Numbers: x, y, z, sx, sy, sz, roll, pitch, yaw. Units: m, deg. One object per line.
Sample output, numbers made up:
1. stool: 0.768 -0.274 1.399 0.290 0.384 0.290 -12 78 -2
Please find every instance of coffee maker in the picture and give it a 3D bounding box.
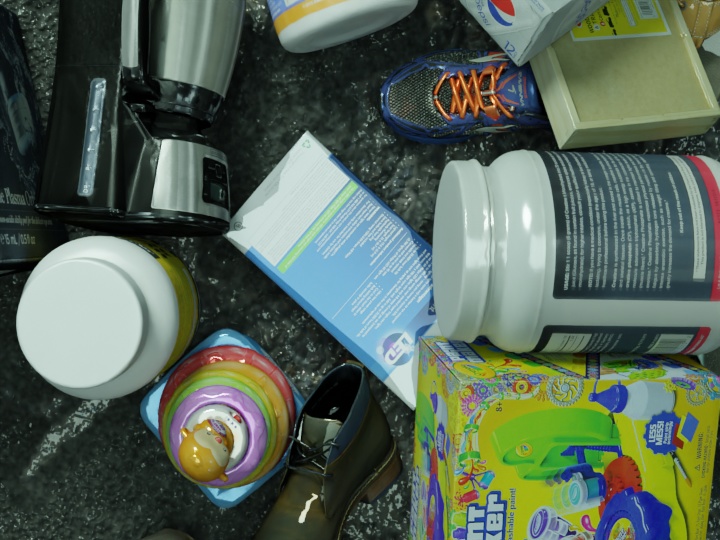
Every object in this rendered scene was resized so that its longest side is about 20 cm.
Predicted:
1. coffee maker: -0.174 -0.130 0.889 0.190 0.134 0.203 4 85 40

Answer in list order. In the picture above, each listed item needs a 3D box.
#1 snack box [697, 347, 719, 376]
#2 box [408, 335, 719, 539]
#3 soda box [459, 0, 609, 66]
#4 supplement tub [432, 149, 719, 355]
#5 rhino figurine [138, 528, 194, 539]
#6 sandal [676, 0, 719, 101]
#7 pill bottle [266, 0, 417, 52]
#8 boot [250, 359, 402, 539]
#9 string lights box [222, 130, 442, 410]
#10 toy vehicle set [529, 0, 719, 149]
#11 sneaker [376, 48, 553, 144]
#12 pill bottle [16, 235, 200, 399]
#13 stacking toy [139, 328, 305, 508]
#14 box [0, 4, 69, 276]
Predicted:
1. snack box: 0.316 0.054 0.912 0.115 0.037 0.202 -25 83 19
2. box: 0.140 0.159 0.870 0.189 0.122 0.203 0 102 -11
3. soda box: 0.163 -0.228 0.844 0.199 0.064 0.068 -37 80 -28
4. supplement tub: 0.157 -0.012 0.843 0.197 0.140 0.143 1 91 -7
5. rhino figurine: -0.201 0.269 0.926 0.198 0.060 0.088 -25 72 1
6. sandal: 0.265 -0.219 0.924 0.081 0.055 0.203 17 91 -1
7. pill bottle: -0.036 -0.275 0.890 0.110 0.112 0.203 -17 91 0
8. boot: -0.044 0.152 0.865 0.074 0.200 0.098 6 122 33
9. string lights box: 0.000 0.000 0.924 0.200 0.059 0.103 43 91 -2
10. toy vehicle set: 0.175 -0.188 0.881 0.122 0.027 0.203 -6 67 -20
11. sneaker: 0.110 -0.139 0.912 0.197 0.078 0.077 -6 91 -1
12. pill bottle: -0.178 0.032 0.851 0.109 0.200 0.113 0 92 -1
13. stacking toy: -0.102 0.115 0.854 0.110 0.200 0.116 -41 91 1
14. box: -0.301 -0.091 0.847 0.116 0.197 0.203 -13 92 0
